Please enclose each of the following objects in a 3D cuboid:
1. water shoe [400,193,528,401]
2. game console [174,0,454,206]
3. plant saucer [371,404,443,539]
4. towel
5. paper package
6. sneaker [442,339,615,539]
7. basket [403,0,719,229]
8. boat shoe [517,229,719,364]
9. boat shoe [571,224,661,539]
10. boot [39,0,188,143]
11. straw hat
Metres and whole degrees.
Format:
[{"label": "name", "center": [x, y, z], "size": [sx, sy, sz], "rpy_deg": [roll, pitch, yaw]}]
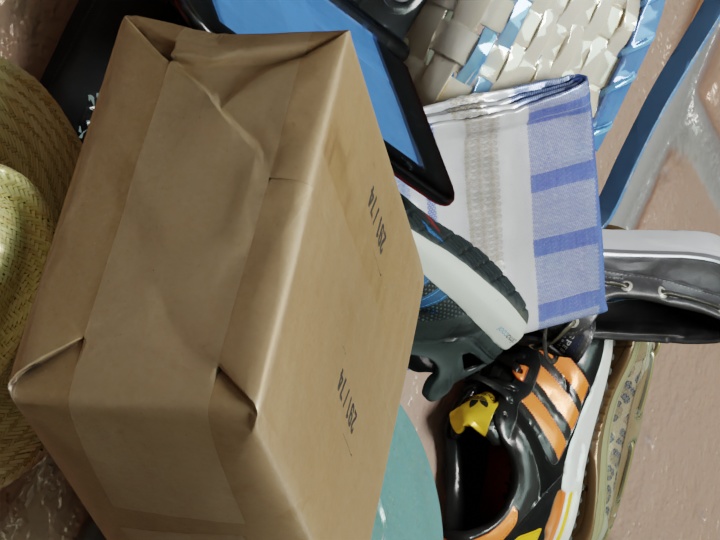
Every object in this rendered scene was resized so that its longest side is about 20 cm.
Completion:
[{"label": "water shoe", "center": [0.000, 0.000, 1.224], "size": [0.079, 0.072, 0.200], "rpy_deg": [-46, 125, 10]}, {"label": "game console", "center": [-0.004, -0.156, 1.177], "size": [0.200, 0.119, 0.173], "rpy_deg": [33, 87, -44]}, {"label": "plant saucer", "center": [-0.011, 0.123, 1.223], "size": [0.200, 0.036, 0.201], "rpy_deg": [27, 57, -52]}, {"label": "towel", "center": [0.032, -0.015, 1.288], "size": [0.199, 0.024, 0.147], "rpy_deg": [-15, 119, -15]}, {"label": "paper package", "center": [-0.051, 0.023, 1.060], "size": [0.200, 0.103, 0.191], "rpy_deg": [68, 30, -57]}, {"label": "sneaker", "center": [0.089, 0.070, 1.438], "size": [0.090, 0.070, 0.201], "rpy_deg": [16, 80, -54]}, {"label": "basket", "center": [0.103, -0.123, 1.366], "size": [0.200, 0.139, 0.177], "rpy_deg": [25, 95, -38]}, {"label": "boat shoe", "center": [0.119, 0.020, 1.401], "size": [0.199, 0.070, 0.066], "rpy_deg": [0, 59, -21]}, {"label": "boat shoe", "center": [0.135, 0.071, 1.510], "size": [0.063, 0.073, 0.201], "rpy_deg": [0, 103, -60]}, {"label": "boot", "center": [-0.097, -0.042, 1.185], "size": [0.165, 0.065, 0.200], "rpy_deg": [55, 46, -43]}, {"label": "straw hat", "center": [-0.163, 0.001, 1.019], "size": [0.201, 0.085, 0.202], "rpy_deg": [0, 90, -34]}]
